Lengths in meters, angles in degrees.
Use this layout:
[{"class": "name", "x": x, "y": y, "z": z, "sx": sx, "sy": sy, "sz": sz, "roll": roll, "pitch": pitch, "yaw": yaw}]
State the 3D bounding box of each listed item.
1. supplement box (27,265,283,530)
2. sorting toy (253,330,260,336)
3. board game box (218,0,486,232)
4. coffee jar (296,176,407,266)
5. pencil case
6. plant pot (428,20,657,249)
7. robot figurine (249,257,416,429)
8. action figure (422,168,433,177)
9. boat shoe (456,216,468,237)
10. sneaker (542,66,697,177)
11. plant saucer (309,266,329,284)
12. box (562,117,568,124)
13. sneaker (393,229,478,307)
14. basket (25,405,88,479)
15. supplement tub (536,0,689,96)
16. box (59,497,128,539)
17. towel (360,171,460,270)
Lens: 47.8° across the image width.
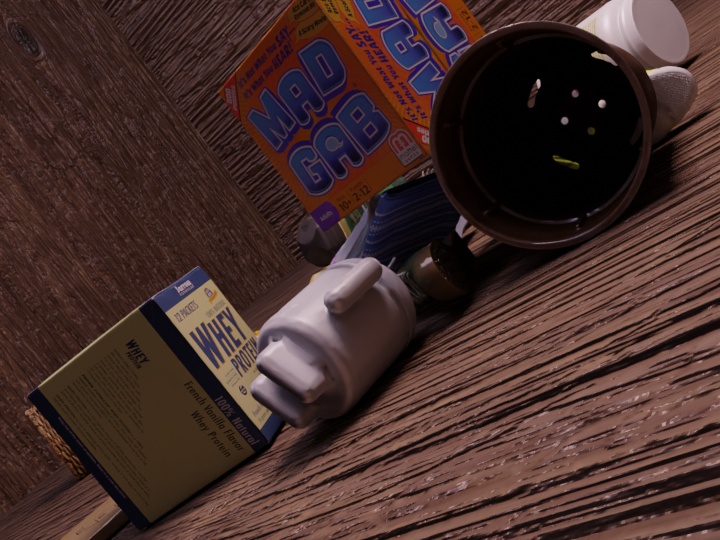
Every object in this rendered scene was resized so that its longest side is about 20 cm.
[{"class": "supplement box", "x": -0.217, "y": 0.141, "z": 0.925, "sx": 0.200, "sy": 0.200, "sz": 0.134, "roll": -36, "pitch": 6, "yaw": 17}, {"class": "sorting toy", "x": -0.128, "y": 0.126, "z": 1.177, "sx": 0.180, "sy": 0.107, "sz": 0.200, "roll": -16, "pitch": -10, "yaw": -43}, {"class": "board game box", "x": 0.010, "y": -0.203, "z": 0.906, "sx": 0.200, "sy": 0.200, "sz": 0.200, "roll": -41, "pitch": 6, "yaw": -40}, {"class": "coffee jar", "x": -0.006, "y": -0.081, "z": 1.342, "sx": 0.200, "sy": 0.085, "sz": 0.104, "roll": -30, "pitch": 3, "yaw": -30}, {"class": "pencil case", "x": 0.000, "y": 0.000, "z": 1.025, "sx": 0.091, "sy": 0.083, "sz": 0.200, "roll": 13, "pitch": -57, "yaw": -41}, {"class": "plant pot", "x": 0.197, "y": -0.145, "z": 0.795, "sx": 0.200, "sy": 0.200, "sz": 0.198, "roll": -34, "pitch": 0, "yaw": 34}, {"class": "robot figurine", "x": -0.020, "y": 0.062, "z": 0.786, "sx": 0.200, "sy": 0.113, "sz": 0.170, "roll": -42, "pitch": -18, "yaw": -44}, {"class": "action figure", "x": 0.162, "y": -0.154, "z": 1.486, "sx": 0.200, "sy": 0.102, "sz": 0.119, "roll": -35, "pitch": -6, "yaw": 36}, {"class": "boat shoe", "x": 0.103, "y": -0.036, "z": 1.124, "sx": 0.200, "sy": 0.074, "sz": 0.065, "roll": -37, "pitch": -26, "yaw": -57}, {"class": "sneaker", "x": 0.286, "y": -0.165, "z": 0.922, "sx": 0.200, "sy": 0.076, "sz": 0.105, "roll": -35, "pitch": 5, "yaw": 32}, {"class": "plant saucer", "x": 0.004, "y": -0.011, "z": 1.358, "sx": 0.200, "sy": 0.049, "sz": 0.200, "roll": -27, "pitch": 3, "yaw": 12}, {"class": "box", "x": 0.232, "y": -0.178, "z": 1.134, "sx": 0.156, "sy": 0.041, "sz": 0.200, "roll": -29, "pitch": -3, "yaw": 16}, {"class": "sneaker", "x": 0.072, "y": 0.012, "z": 0.884, "sx": 0.090, "sy": 0.067, "sz": 0.200, "roll": -36, "pitch": 0, "yaw": 18}, {"class": "basket", "x": -0.687, "y": 0.387, "z": 1.874, "sx": 0.149, "sy": 0.200, "sz": 0.143, "roll": -34, "pitch": 8, "yaw": 11}, {"class": "supplement tub", "x": 0.386, "y": -0.327, "z": 1.258, "sx": 0.145, "sy": 0.145, "sz": 0.200, "roll": -41, "pitch": 7, "yaw": -34}, {"class": "box", "x": -0.319, "y": 0.314, "z": 1.079, "sx": 0.200, "sy": 0.021, "sz": 0.163, "roll": -40, "pitch": 6, "yaw": -27}, {"class": "towel", "x": 0.061, "y": -0.034, "z": 0.938, "sx": 0.145, "sy": 0.024, "sz": 0.200, "roll": -23, "pitch": -33, "yaw": -31}]
